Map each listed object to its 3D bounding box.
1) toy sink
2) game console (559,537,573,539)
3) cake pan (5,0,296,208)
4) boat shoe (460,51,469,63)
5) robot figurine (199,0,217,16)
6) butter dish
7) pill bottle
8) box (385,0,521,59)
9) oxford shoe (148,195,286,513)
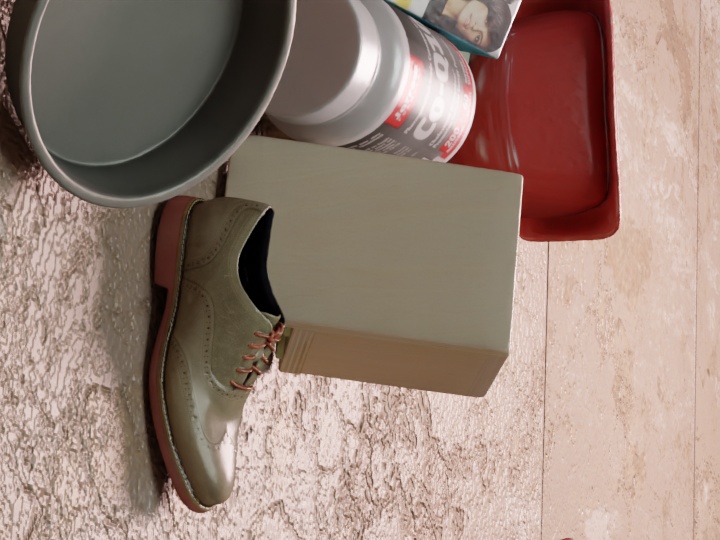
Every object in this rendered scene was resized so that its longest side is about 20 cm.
[{"bbox_3d":[0.000,0.000,1.771,0.112,0.200,0.130,112,-16,-68],"label":"toy sink"},{"bbox_3d":[0.083,0.295,1.961,0.200,0.119,0.172,0,88,-67],"label":"game console"},{"bbox_3d":[-0.123,-0.134,1.498,0.200,0.037,0.200,-25,128,-35],"label":"cake pan"},{"bbox_3d":[0.047,-0.234,1.967,0.061,0.072,0.201,-11,111,-30],"label":"boat shoe"},{"bbox_3d":[-0.096,-0.246,1.600,0.145,0.058,0.200,45,46,-59],"label":"robot figurine"},{"bbox_3d":[0.110,-0.121,2.064,0.199,0.148,0.200,179,-91,-68],"label":"butter dish"},{"bbox_3d":[-0.005,-0.133,1.800,0.200,0.114,0.114,19,70,-66],"label":"pill bottle"},{"bbox_3d":[0.032,-0.225,1.862,0.200,0.049,0.082,23,89,-41],"label":"box"},{"bbox_3d":[-0.086,0.051,1.630,0.070,0.075,0.200,3,85,-69],"label":"oxford shoe"}]
